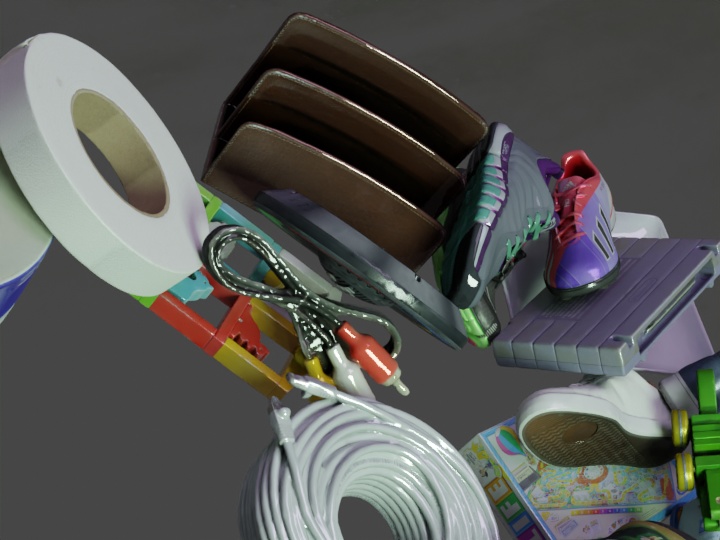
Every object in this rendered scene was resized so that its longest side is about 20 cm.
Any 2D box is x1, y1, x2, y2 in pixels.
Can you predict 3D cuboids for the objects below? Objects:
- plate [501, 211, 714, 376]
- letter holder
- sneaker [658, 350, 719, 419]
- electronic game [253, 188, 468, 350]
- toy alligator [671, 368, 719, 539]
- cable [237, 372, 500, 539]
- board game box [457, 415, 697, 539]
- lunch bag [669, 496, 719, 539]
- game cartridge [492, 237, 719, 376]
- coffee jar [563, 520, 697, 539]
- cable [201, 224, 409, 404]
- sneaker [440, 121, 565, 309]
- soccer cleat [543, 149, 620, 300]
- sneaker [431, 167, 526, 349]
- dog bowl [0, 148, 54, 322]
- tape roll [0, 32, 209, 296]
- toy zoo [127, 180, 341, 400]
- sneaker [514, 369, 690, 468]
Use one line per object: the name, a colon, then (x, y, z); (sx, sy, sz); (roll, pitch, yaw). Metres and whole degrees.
plate: (0.210, 0.022, 1.439); (0.199, 0.032, 0.201); (5, 46, -20)
letter holder: (-0.007, -0.102, 1.310); (0.199, 0.142, 0.101); (28, 41, -18)
sneaker: (0.359, 0.110, 1.383); (0.202, 0.146, 0.077); (43, 12, -53)
electronic game: (0.000, 0.000, 1.226); (0.200, 0.042, 0.200); (36, -2, 1)
toy alligator: (0.282, 0.171, 1.252); (0.059, 0.054, 0.201); (-5, 51, 9)
cable: (0.008, 0.187, 1.112); (0.199, 0.069, 0.201); (19, 50, -30)
board game box: (0.184, 0.171, 1.312); (0.200, 0.034, 0.135); (-17, 68, -47)
lunch bag: (0.331, 0.276, 1.296); (0.200, 0.075, 0.161); (32, 43, -26)
game cartridge: (0.213, 0.028, 1.338); (0.200, 0.129, 0.039); (-38, 116, -43)
coffee jar: (0.184, 0.244, 1.166); (0.085, 0.105, 0.200); (25, 12, 34)
cable: (-0.032, 0.035, 1.168); (0.200, 0.097, 0.050); (56, -12, -28)
sneaker: (0.127, -0.039, 1.311); (0.087, 0.074, 0.201); (24, 49, -8)
soccer cleat: (0.188, -0.040, 1.375); (0.200, 0.068, 0.073); (-68, 141, -63)
sneaker: (0.106, -0.021, 1.369); (0.077, 0.083, 0.201); (67, 17, -47)
dog bowl: (-0.307, -0.045, 1.054); (0.199, 0.079, 0.201); (23, 43, -23)
tape roll: (-0.184, -0.076, 1.127); (0.203, 0.037, 0.203); (49, 21, -26)
toy zoo: (-0.093, 0.019, 1.225); (0.200, 0.020, 0.131); (38, 39, -7)
sneaker: (0.185, 0.112, 1.290); (0.199, 0.073, 0.085); (16, 42, -46)
